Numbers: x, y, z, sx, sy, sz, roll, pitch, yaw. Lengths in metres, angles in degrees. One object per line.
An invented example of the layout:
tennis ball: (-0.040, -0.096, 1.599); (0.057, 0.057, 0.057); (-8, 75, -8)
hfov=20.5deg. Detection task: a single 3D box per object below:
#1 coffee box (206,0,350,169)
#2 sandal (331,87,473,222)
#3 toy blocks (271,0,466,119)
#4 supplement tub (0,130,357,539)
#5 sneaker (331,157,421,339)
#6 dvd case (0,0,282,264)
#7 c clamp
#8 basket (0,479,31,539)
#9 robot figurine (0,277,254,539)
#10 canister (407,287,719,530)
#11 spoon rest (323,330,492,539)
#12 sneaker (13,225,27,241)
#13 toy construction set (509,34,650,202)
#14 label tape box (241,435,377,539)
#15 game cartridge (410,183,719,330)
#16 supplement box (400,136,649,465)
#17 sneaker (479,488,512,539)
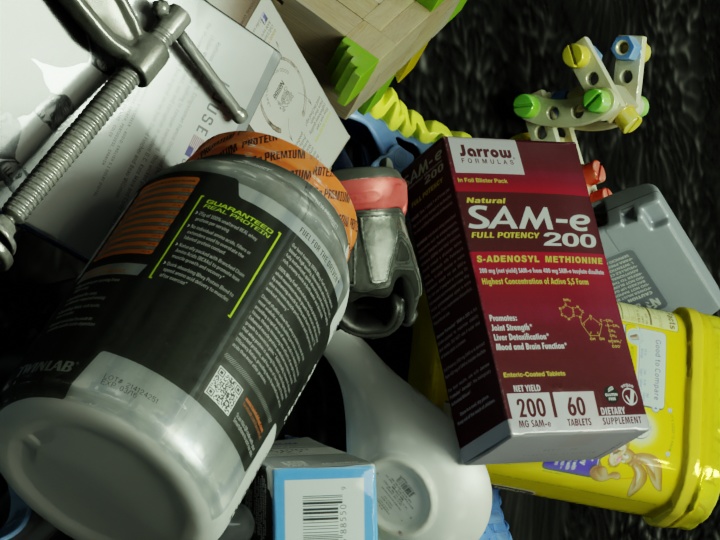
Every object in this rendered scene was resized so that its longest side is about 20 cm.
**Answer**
coffee box: (-0.107, -0.120, 1.127); (0.200, 0.113, 0.080); (58, 46, -33)
sandal: (0.024, -0.064, 1.339); (0.200, 0.079, 0.087); (24, 72, -42)
toy blocks: (-0.021, -0.181, 1.234); (0.137, 0.100, 0.200); (36, 40, 5)
supplement tub: (-0.082, 0.031, 0.960); (0.123, 0.122, 0.200); (60, 43, -32)
sneaker: (0.000, 0.000, 1.241); (0.200, 0.071, 0.098); (88, -4, -78)
dvd case: (-0.144, -0.092, 1.004); (0.200, 0.025, 0.151); (32, 80, -39)
c clamp: (-0.153, -0.077, 0.959); (0.200, 0.027, 0.171); (-49, 123, -27)
basket: (-0.251, 0.072, 0.887); (0.200, 0.139, 0.177); (-27, 97, -41)
robot figurine: (-0.134, 0.086, 1.066); (0.200, 0.125, 0.151); (-22, 112, -52)
canister: (0.135, 0.083, 1.326); (0.200, 0.087, 0.149); (12, 64, -11)
spoon rest: (0.008, 0.096, 1.256); (0.200, 0.099, 0.061); (54, 31, 4)
sneaker: (-0.210, -0.049, 1.016); (0.200, 0.070, 0.082); (-52, 132, -43)
toy construction set: (0.172, -0.068, 1.474); (0.092, 0.131, 0.200); (22, 53, -50)
label tape box: (-0.043, 0.177, 1.184); (0.066, 0.200, 0.144); (-2, 91, -16)
game cartridge: (0.143, 0.023, 1.396); (0.133, 0.200, 0.042); (50, 26, -43)
supplement box: (0.102, 0.018, 1.253); (0.109, 0.061, 0.200); (0, 66, -31)
sneaker: (0.086, 0.164, 1.400); (0.200, 0.077, 0.111); (45, 63, -35)
